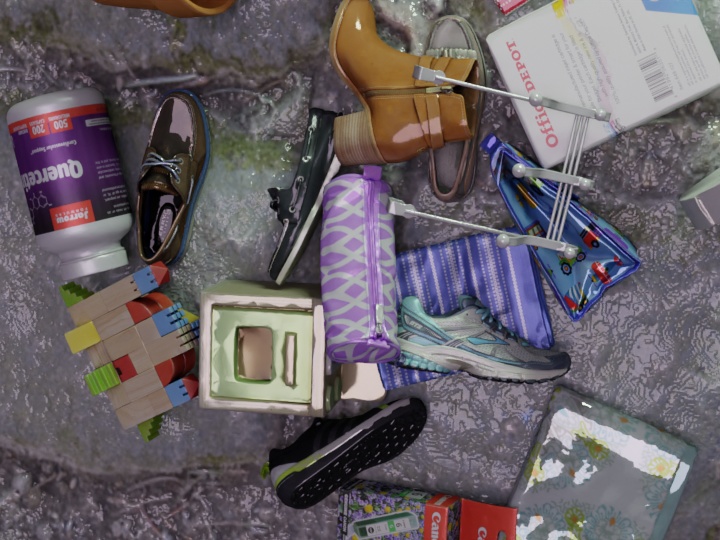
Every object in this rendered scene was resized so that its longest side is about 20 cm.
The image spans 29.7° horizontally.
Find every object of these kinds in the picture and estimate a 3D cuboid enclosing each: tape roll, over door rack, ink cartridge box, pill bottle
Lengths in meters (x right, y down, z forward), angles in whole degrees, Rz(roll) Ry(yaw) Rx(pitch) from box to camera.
[{"bbox_3d":[0.408,-0.107,1.339,0.202,0.203,0.037,-33,90,12],"label":"tape roll"},{"bbox_3d":[0.128,-0.103,1.305,0.197,0.067,0.150,14,98,8],"label":"over door rack"},{"bbox_3d":[0.248,-0.212,1.384,0.198,0.145,0.149,-24,90,12],"label":"ink cartridge box"},{"bbox_3d":[0.071,0.304,1.505,0.197,0.050,0.111,6,98,24],"label":"ink cartridge box"},{"bbox_3d":[-0.321,-0.096,1.520,0.111,0.112,0.203,-13,94,12],"label":"pill bottle"}]

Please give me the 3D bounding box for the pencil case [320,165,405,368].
[{"bbox_3d":[0.000,0.000,1.415,0.083,0.086,0.203,1,70,-15],"label":"pencil case"}]

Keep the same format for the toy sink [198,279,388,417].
[{"bbox_3d":[-0.071,0.086,1.495,0.197,0.112,0.132,4,98,9],"label":"toy sink"}]

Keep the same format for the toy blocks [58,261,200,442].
[{"bbox_3d":[-0.234,0.080,1.516,0.136,0.100,0.202,-24,92,26],"label":"toy blocks"}]

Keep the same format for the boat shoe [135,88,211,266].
[{"bbox_3d":[-0.213,-0.102,1.520,0.071,0.072,0.203,6,98,9],"label":"boat shoe"}]

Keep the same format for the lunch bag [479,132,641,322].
[{"bbox_3d":[0.192,-0.059,1.410,0.094,0.151,0.200,-41,88,12],"label":"lunch bag"}]

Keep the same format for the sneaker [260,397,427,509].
[{"bbox_3d":[-0.023,0.184,1.518,0.198,0.072,0.083,-29,49,-6],"label":"sneaker"}]

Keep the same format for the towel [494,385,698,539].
[{"bbox_3d":[0.255,0.250,1.487,0.169,0.048,0.202,22,100,7],"label":"towel"}]

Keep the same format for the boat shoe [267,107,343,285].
[{"bbox_3d":[-0.069,-0.086,1.492,0.065,0.075,0.201,24,97,1],"label":"boat shoe"}]

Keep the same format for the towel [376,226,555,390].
[{"bbox_3d":[0.104,0.041,1.477,0.197,0.024,0.147,-13,93,-5],"label":"towel"}]

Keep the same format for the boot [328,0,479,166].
[{"bbox_3d":[0.047,-0.210,1.421,0.153,0.077,0.203,-10,63,25],"label":"boot"}]

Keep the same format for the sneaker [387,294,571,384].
[{"bbox_3d":[0.129,0.071,1.434,0.197,0.078,0.088,8,87,-3],"label":"sneaker"}]

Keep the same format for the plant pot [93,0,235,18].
[{"bbox_3d":[-0.228,-0.364,1.443,0.138,0.200,0.203,-4,96,27],"label":"plant pot"}]

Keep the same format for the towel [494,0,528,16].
[{"bbox_3d":[0.159,-0.394,1.444,0.144,0.022,0.201,-32,92,10],"label":"towel"}]

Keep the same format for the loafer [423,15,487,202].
[{"bbox_3d":[0.099,-0.173,1.458,0.071,0.063,0.203,1,97,10],"label":"loafer"}]
